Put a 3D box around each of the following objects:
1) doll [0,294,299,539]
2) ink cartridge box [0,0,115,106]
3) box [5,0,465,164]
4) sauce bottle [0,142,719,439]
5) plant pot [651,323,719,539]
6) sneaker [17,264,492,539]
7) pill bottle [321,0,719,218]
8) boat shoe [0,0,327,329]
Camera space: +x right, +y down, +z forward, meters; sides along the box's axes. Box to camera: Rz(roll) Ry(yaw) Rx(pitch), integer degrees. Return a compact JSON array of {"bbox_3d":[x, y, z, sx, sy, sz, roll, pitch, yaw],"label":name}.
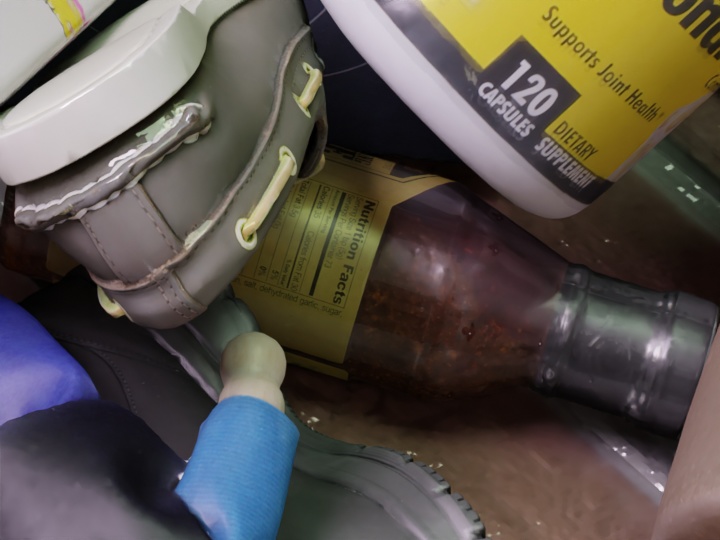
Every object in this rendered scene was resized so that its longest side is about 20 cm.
[{"bbox_3d":[-0.074,0.055,0.690,0.136,0.048,0.200,-33,50,-19],"label":"doll"},{"bbox_3d":[-0.131,-0.081,0.730,0.116,0.067,0.200,48,25,-7],"label":"ink cartridge box"},{"bbox_3d":[-0.032,-0.152,0.891,0.196,0.200,0.124,8,35,-8],"label":"box"},{"bbox_3d":[0.000,0.000,0.836,0.200,0.066,0.066,18,39,1],"label":"sauce bottle"},{"bbox_3d":[0.164,0.035,0.766,0.200,0.200,0.175,30,58,17],"label":"plant pot"},{"bbox_3d":[-0.035,0.072,0.745,0.091,0.076,0.200,-28,48,-28],"label":"sneaker"},{"bbox_3d":[0.087,-0.116,0.785,0.112,0.200,0.112,45,11,-11],"label":"pill bottle"},{"bbox_3d":[-0.043,-0.037,0.749,0.060,0.072,0.202,59,14,-9],"label":"boat shoe"}]
